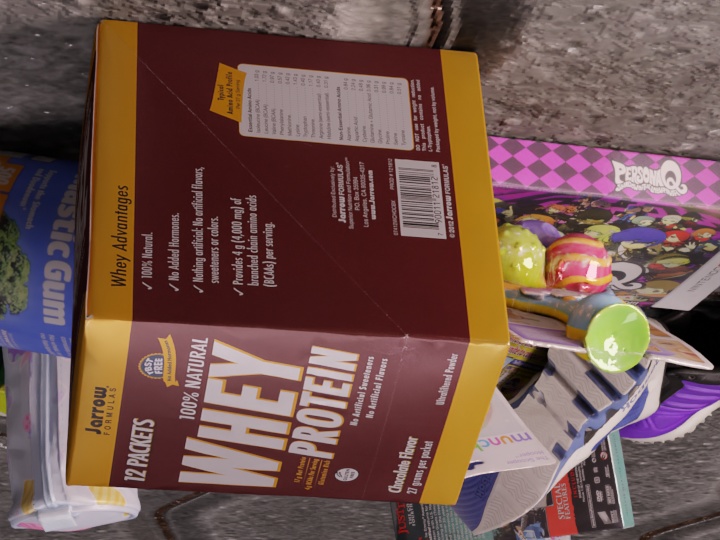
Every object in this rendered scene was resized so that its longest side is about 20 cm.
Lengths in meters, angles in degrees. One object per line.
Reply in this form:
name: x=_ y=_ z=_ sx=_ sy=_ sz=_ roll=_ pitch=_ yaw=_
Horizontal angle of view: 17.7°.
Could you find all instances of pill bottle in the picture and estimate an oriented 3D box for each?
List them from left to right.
pill bottle: x=-0.128 y=-0.001 z=1.314 sx=0.199 sy=0.113 sz=0.112 roll=8 pitch=164 yaw=12

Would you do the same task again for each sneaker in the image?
sneaker: x=0.146 y=0.099 z=1.569 sx=0.199 sy=0.081 sz=0.115 roll=-47 pitch=157 yaw=21
sneaker: x=0.225 y=0.063 z=1.629 sx=0.099 sy=0.070 sz=0.200 roll=23 pitch=148 yaw=-35

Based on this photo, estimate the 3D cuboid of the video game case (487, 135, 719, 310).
video game case: x=0.141 y=-0.025 z=1.400 sx=0.199 sy=0.036 sz=0.181 roll=6 pitch=160 yaw=-14

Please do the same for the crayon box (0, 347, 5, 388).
crayon box: x=-0.268 y=0.045 z=1.507 sx=0.125 sy=0.052 sz=0.200 roll=-8 pitch=-166 yaw=25

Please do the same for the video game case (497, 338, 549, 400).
video game case: x=0.063 y=0.091 z=1.570 sx=0.181 sy=0.026 sz=0.200 roll=-41 pitch=161 yaw=12

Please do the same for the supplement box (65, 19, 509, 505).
supplement box: x=-0.043 y=-0.003 z=1.163 sx=0.199 sy=0.198 sz=0.133 roll=4 pitch=139 yaw=-9

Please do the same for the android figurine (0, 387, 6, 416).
android figurine: x=-0.305 y=0.075 z=1.696 sx=0.199 sy=0.041 sz=0.182 roll=1 pitch=165 yaw=20

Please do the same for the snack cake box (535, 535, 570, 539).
snack cake box: x=0.098 y=0.183 z=1.769 sx=0.115 sy=0.201 sz=0.067 roll=-11 pitch=160 yaw=33

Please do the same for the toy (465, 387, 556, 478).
toy: x=0.026 y=0.051 z=1.408 sx=0.115 sy=0.200 sz=0.047 roll=-8 pitch=125 yaw=-26

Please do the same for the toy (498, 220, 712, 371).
toy: x=0.105 y=0.003 z=1.276 sx=0.114 sy=0.047 sz=0.200 roll=8 pitch=-165 yaw=-21

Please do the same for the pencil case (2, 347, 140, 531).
pencil case: x=-0.182 y=0.061 z=1.426 sx=0.083 sy=0.201 sz=0.091 roll=-4 pitch=169 yaw=-5

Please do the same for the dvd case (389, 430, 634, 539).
dvd case: x=0.101 y=0.129 z=1.702 sx=0.199 sy=0.147 sz=0.022 roll=-13 pitch=174 yaw=34
